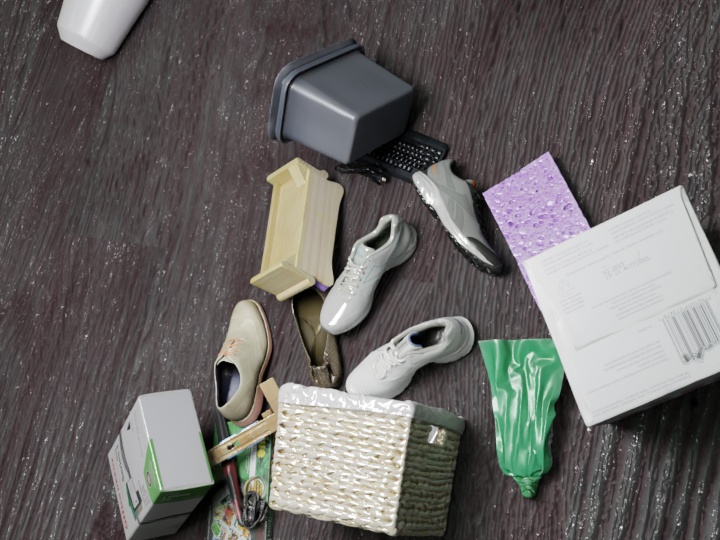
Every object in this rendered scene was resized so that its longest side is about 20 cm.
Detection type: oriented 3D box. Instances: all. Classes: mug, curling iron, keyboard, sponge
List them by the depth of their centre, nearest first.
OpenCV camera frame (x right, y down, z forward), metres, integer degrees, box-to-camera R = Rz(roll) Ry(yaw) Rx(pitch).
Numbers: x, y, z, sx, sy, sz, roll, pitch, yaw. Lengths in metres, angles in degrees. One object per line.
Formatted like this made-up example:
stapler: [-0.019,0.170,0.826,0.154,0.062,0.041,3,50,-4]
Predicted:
sponge: [0.255,-0.053,1.284,0.111,0.030,0.202,-30,63,15]
curling iron: [-0.182,0.284,1.373,0.049,0.026,0.201,-22,59,-6]
keyboard: [0.029,-0.183,1.433,0.199,0.040,0.105,25,85,31]
mug: [-0.482,-0.479,1.747,0.148,0.187,0.154,26,96,-2]

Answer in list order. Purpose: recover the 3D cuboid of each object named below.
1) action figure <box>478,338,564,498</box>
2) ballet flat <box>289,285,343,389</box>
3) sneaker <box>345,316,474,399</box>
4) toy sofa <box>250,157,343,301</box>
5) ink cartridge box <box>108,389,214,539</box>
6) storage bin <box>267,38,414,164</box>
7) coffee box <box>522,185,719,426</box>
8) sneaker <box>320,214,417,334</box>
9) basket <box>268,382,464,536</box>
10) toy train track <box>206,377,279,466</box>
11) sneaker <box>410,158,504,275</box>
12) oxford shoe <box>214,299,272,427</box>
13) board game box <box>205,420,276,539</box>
action figure: [0.213,0.191,1.213,0.117,0.055,0.203,-3,79,24]
ballet flat: [-0.070,0.082,1.392,0.067,0.046,0.202,-21,66,18]
sneaker: [0.058,0.115,1.296,0.199,0.087,0.075,-34,64,14]
toy sofa: [-0.094,-0.058,1.419,0.082,0.097,0.202,-25,49,43]
ink cartridge box: [-0.293,0.286,1.358,0.200,0.083,0.147,-53,49,46]
storage bin: [-0.022,-0.233,1.384,0.134,0.199,0.147,32,130,23]
coffee box: [0.331,0.052,1.102,0.198,0.197,0.202,-25,74,16]
sneaker: [0.000,0.000,1.357,0.070,0.080,0.201,34,85,29]
basket: [0.007,0.246,1.216,0.198,0.198,0.163,5,78,27]
toy train track: [-0.145,0.232,1.363,0.198,0.033,0.116,-29,85,-2]
sneaker: [0.147,-0.080,1.323,0.079,0.074,0.201,-33,63,4]
oxford shoe: [-0.180,0.128,1.411,0.070,0.074,0.202,-15,59,21]
board game box: [-0.175,0.323,1.381,0.104,0.023,0.203,-6,71,26]
